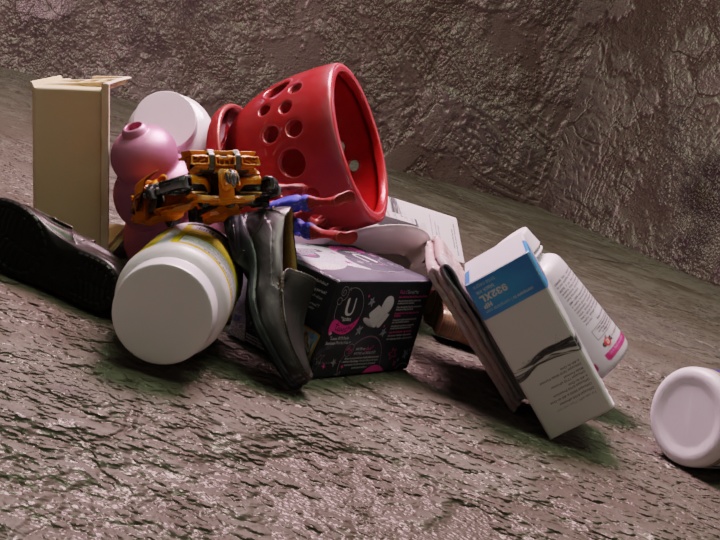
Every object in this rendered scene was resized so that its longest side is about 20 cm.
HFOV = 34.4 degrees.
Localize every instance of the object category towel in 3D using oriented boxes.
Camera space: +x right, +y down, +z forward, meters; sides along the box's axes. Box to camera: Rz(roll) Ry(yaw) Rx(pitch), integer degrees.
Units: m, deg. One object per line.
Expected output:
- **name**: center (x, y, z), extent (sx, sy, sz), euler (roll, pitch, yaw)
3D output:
- **towel**: center (0.140, 0.059, 1.412), extent (0.201, 0.032, 0.191), euler (59, 8, -7)

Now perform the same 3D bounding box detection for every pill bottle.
- **pill bottle**: center (0.450, 0.181, 1.396), extent (0.199, 0.117, 0.115), euler (10, 13, -39)
- **pill bottle**: center (-0.239, -0.152, 1.493), extent (0.111, 0.113, 0.200), euler (18, -16, 2)
- **pill bottle**: center (0.237, 0.051, 1.480), extent (0.200, 0.113, 0.113), euler (51, 9, -4)
- **pill bottle**: center (-0.181, 0.022, 1.159), extent (0.113, 0.115, 0.200), euler (17, 10, -3)

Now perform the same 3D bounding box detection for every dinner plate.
- **dinner plate**: center (0.000, 0.000, 1.501), extent (0.199, 0.200, 0.024), euler (8, 56, -44)

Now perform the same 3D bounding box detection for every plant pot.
- **plant pot**: center (-0.078, -0.134, 1.439), extent (0.181, 0.202, 0.200), euler (-15, 0, 18)

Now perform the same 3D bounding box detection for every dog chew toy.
- **dog chew toy**: center (-0.234, -0.082, 1.371), extent (0.123, 0.201, 0.125), euler (-11, 34, 7)

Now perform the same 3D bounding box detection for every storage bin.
- **storage bin**: center (-0.337, -0.134, 1.427), extent (0.093, 0.202, 0.199), euler (2, 12, -3)

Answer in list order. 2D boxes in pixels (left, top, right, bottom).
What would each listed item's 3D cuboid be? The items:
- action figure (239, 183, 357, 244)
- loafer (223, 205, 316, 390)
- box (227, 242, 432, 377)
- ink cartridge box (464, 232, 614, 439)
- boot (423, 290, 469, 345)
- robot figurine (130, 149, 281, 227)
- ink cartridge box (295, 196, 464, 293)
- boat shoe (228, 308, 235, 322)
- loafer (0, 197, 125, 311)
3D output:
- **action figure**: center (-0.068, -0.063, 1.293), extent (0.199, 0.066, 0.098), euler (5, 10, 41)
- **loafer**: center (-0.079, 0.022, 1.186), extent (0.072, 0.202, 0.073), euler (-21, -20, 4)
- **box**: center (-0.031, 0.039, 1.319), extent (0.131, 0.116, 0.199), euler (25, 12, 32)
- **ink cartridge box**: center (0.200, 0.071, 1.330), extent (0.201, 0.083, 0.145), euler (60, 8, -6)
- **boot**: center (0.173, 0.065, 1.660), extent (0.153, 0.074, 0.200), euler (15, 23, -9)
- **robot figurine**: center (-0.170, -0.085, 1.226), extent (0.144, 0.059, 0.200), euler (-2, -8, -28)
- **ink cartridge box**: center (0.020, -0.027, 1.600), extent (0.199, 0.144, 0.084), euler (16, 50, -31)
- **boat shoe**: center (-0.135, 0.014, 1.388), extent (0.074, 0.074, 0.200), euler (21, 11, 17)
- **loafer**: center (-0.323, -0.013, 1.250), extent (0.199, 0.073, 0.071), euler (31, 10, 19)
